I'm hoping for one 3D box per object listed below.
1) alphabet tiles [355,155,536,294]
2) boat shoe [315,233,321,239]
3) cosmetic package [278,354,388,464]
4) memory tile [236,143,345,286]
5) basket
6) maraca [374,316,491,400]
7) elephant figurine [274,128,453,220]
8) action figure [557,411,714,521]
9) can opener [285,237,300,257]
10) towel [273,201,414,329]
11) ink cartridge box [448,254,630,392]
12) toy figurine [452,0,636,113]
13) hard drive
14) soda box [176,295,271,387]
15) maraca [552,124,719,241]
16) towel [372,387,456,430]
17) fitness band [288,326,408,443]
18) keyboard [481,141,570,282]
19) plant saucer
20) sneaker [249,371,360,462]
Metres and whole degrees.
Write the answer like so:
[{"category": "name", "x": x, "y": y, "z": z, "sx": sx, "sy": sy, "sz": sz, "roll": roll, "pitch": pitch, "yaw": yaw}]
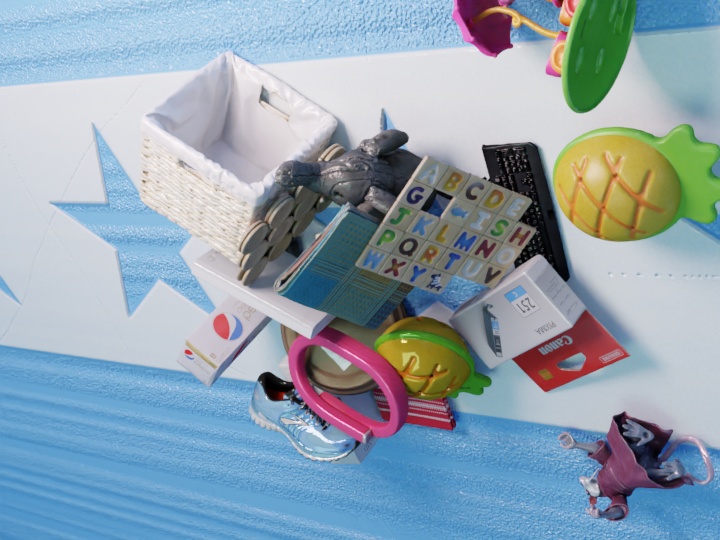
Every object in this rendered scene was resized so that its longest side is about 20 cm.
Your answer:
[{"category": "alphabet tiles", "x": 0.115, "y": -0.041, "z": 1.265, "sx": 0.197, "sy": 0.008, "sz": 0.168, "roll": 18, "pitch": 120, "yaw": -29}, {"category": "boat shoe", "x": -0.016, "y": -0.008, "z": 1.395, "sx": 0.073, "sy": 0.200, "sz": 0.070, "roll": -6, "pitch": 84, "yaw": 17}, {"category": "cosmetic package", "x": -0.040, "y": 0.198, "z": 1.637, "sx": 0.073, "sy": 0.102, "sz": 0.202, "roll": -10, "pitch": 117, "yaw": 42}, {"category": "memory tile", "x": -0.094, "y": -0.073, "z": 1.375, "sx": 0.017, "sy": 0.200, "sz": 0.154, "roll": 39, "pitch": 159, "yaw": 12}, {"category": "basket", "x": -0.170, "y": -0.149, "z": 1.391, "sx": 0.196, "sy": 0.200, "sz": 0.162, "roll": 32, "pitch": 138, "yaw": 11}, {"category": "maraca", "x": 0.102, "y": 0.134, "z": 1.459, "sx": 0.135, "sy": 0.109, "sz": 0.200, "roll": -9, "pitch": 145, "yaw": 38}, {"category": "elephant figurine", "x": 0.012, "y": -0.108, "z": 1.279, "sx": 0.155, "sy": 0.200, "sz": 0.142, "roll": -45, "pitch": 75, "yaw": 6}, {"category": "action figure", "x": 0.364, "y": 0.267, "z": 1.419, "sx": 0.146, "sy": 0.136, "sz": 0.201, "roll": -3, "pitch": 150, "yaw": -13}, {"category": "can opener", "x": -0.124, "y": -0.042, "z": 1.562, "sx": 0.067, "sy": 0.053, "sz": 0.203, "roll": 44, "pitch": 150, "yaw": 50}, {"category": "towel", "x": 0.000, "y": 0.000, "z": 1.288, "sx": 0.147, "sy": 0.199, "sz": 0.022, "roll": -47, "pitch": 51, "yaw": 17}, {"category": "ink cartridge box", "x": 0.231, "y": 0.088, "z": 1.366, "sx": 0.176, "sy": 0.045, "sz": 0.200, "roll": 47, "pitch": 148, "yaw": -2}, {"category": "toy figurine", "x": 0.182, "y": -0.289, "z": 1.088, "sx": 0.182, "sy": 0.149, "sz": 0.204, "roll": 24, "pitch": 113, "yaw": 32}, {"category": "hard drive", "x": -0.120, "y": 0.015, "z": 1.454, "sx": 0.198, "sy": 0.132, "sz": 0.027, "roll": 28, "pitch": 123, "yaw": 16}, {"category": "soda box", "x": -0.193, "y": 0.084, "z": 1.587, "sx": 0.068, "sy": 0.200, "sz": 0.064, "roll": 37, "pitch": 137, "yaw": 5}, {"category": "maraca", "x": 0.303, "y": -0.096, "z": 1.134, "sx": 0.197, "sy": 0.107, "sz": 0.139, "roll": -6, "pitch": 122, "yaw": 39}, {"category": "towel", "x": 0.065, "y": 0.156, "z": 1.584, "sx": 0.143, "sy": 0.022, "sz": 0.203, "roll": 3, "pitch": 122, "yaw": 38}, {"category": "fitness band", "x": -0.020, "y": 0.160, "z": 1.455, "sx": 0.198, "sy": 0.037, "sz": 0.146, "roll": 27, "pitch": 131, "yaw": 27}, {"category": "keyboard", "x": 0.194, "y": -0.063, "z": 1.304, "sx": 0.103, "sy": 0.040, "sz": 0.203, "roll": 0, "pitch": 121, "yaw": 36}, {"category": "plant saucer", "x": -0.027, "y": 0.086, "z": 1.517, "sx": 0.196, "sy": 0.029, "sz": 0.204, "roll": 2, "pitch": 98, "yaw": 13}, {"category": "sneaker", "x": -0.086, "y": 0.216, "z": 1.559, "sx": 0.197, "sy": 0.078, "sz": 0.091, "roll": 22, "pitch": 130, "yaw": 22}]
